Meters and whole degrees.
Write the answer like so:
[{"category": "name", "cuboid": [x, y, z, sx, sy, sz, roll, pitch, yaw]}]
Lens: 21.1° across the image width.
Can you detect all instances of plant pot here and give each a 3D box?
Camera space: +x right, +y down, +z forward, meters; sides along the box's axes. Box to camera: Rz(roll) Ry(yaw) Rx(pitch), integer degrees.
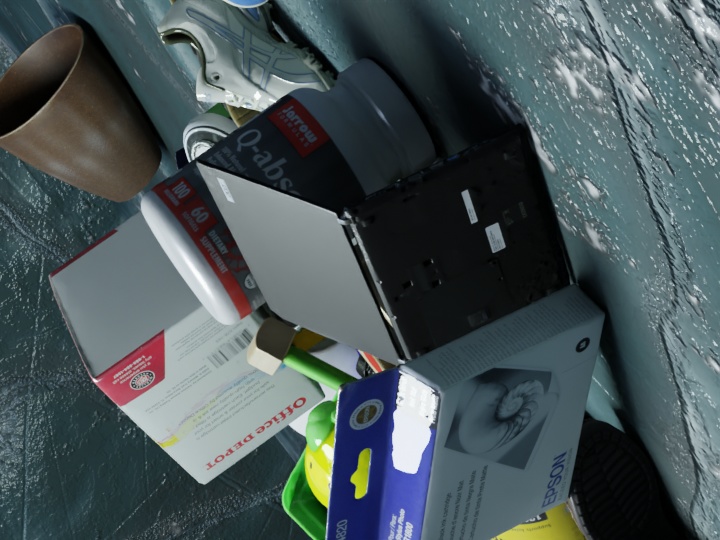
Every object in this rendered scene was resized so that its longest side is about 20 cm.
[{"category": "plant pot", "cuboid": [-0.358, -0.186, 2.521, 0.200, 0.187, 0.187, 42, 177, -31]}]

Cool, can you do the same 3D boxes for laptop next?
[{"category": "laptop", "cuboid": [0.020, -0.028, 1.299, 0.178, 0.199, 0.104, 66, 179, -51]}]

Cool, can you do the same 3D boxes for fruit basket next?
[{"category": "fruit basket", "cuboid": [0.009, 0.191, 1.679, 0.214, 0.156, 0.216, 27, -168, -6]}]

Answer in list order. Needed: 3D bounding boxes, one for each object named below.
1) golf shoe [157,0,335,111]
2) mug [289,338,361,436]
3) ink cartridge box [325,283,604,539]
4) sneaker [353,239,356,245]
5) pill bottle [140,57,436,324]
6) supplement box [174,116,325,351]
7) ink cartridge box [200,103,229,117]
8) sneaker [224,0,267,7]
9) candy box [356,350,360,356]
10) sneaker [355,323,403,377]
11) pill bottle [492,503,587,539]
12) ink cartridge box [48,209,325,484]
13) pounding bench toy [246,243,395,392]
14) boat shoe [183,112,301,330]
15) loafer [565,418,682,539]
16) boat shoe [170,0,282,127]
[{"category": "golf shoe", "cuboid": [-0.083, -0.151, 1.564, 0.200, 0.097, 0.078, 49, 167, 15]}, {"category": "mug", "cuboid": [-0.043, 0.061, 1.915, 0.187, 0.149, 0.153, 50, 172, 25]}, {"category": "ink cartridge box", "cuboid": [0.071, 0.123, 1.338, 0.041, 0.199, 0.201, 47, 147, 36]}, {"category": "sneaker", "cuboid": [0.000, 0.000, 1.631, 0.201, 0.115, 0.076, 53, 168, -1]}, {"category": "pill bottle", "cuboid": [-0.051, -0.061, 1.417, 0.116, 0.199, 0.116, 52, 171, 11]}, {"category": "supplement box", "cuboid": [-0.069, -0.045, 1.760, 0.201, 0.108, 0.110, 56, -178, -17]}, {"category": "ink cartridge box", "cuboid": [-0.115, -0.146, 1.863, 0.201, 0.048, 0.145, 56, 170, -28]}, {"category": "sneaker", "cuboid": [-0.102, -0.259, 1.344, 0.201, 0.076, 0.111, 67, 173, -30]}, {"category": "candy box", "cuboid": [0.086, 0.144, 1.838, 0.169, 0.077, 0.200, 47, 169, 34]}, {"category": "sneaker", "cuboid": [0.043, 0.098, 1.644, 0.200, 0.090, 0.077, -101, 20, -61]}, {"category": "pill bottle", "cuboid": [0.154, 0.197, 1.605, 0.112, 0.112, 0.201, 44, 166, 42]}, {"category": "ink cartridge box", "cuboid": [-0.153, 0.062, 1.731, 0.200, 0.145, 0.145, 53, -177, -48]}, {"category": "pounding bench toy", "cuboid": [0.034, 0.058, 1.440, 0.156, 0.199, 0.124, 52, 169, 6]}, {"category": "boat shoe", "cuboid": [-0.097, -0.038, 1.657, 0.073, 0.068, 0.200, -14, 114, 31]}, {"category": "loafer", "cuboid": [0.193, 0.186, 1.503, 0.071, 0.073, 0.201, 38, 161, 52]}, {"category": "boat shoe", "cuboid": [-0.095, -0.172, 1.643, 0.202, 0.071, 0.066, 57, 176, 10]}]
